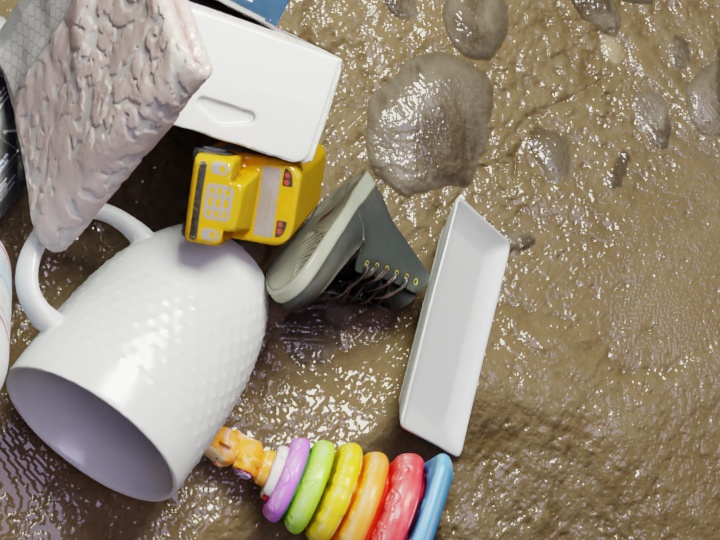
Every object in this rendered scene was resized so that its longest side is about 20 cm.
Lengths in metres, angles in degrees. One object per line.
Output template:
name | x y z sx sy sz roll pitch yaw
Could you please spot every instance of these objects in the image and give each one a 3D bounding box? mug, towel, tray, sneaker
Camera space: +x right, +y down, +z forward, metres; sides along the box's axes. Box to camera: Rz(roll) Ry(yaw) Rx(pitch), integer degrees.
mug | -0.166 0.038 0.989 0.200 0.147 0.176 48 55 -20
towel | -0.184 -0.144 0.911 0.032 0.200 0.192 4 55 -42
tray | 0.076 0.049 1.141 0.107 0.022 0.201 35 65 -51
sneaker | 0.000 0.000 1.066 0.106 0.075 0.200 52 29 -10

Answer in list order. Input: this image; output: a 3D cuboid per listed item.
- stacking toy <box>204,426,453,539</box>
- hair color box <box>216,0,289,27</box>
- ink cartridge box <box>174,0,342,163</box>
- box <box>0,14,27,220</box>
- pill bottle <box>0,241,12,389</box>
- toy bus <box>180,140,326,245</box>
stacking toy | -0.037 0.170 1.061 0.199 0.116 0.110 23 70 -6
hair color box | -0.108 -0.240 1.035 0.100 0.200 0.061 26 98 -16
ink cartridge box | -0.112 -0.155 1.013 0.145 0.200 0.085 16 102 -20
box | -0.319 -0.104 1.008 0.158 0.050 0.200 36 70 -13
pill bottle | -0.283 0.039 0.874 0.108 0.200 0.109 -5 112 -11
toy bus | -0.078 -0.063 1.019 0.078 0.200 0.065 11 102 3
